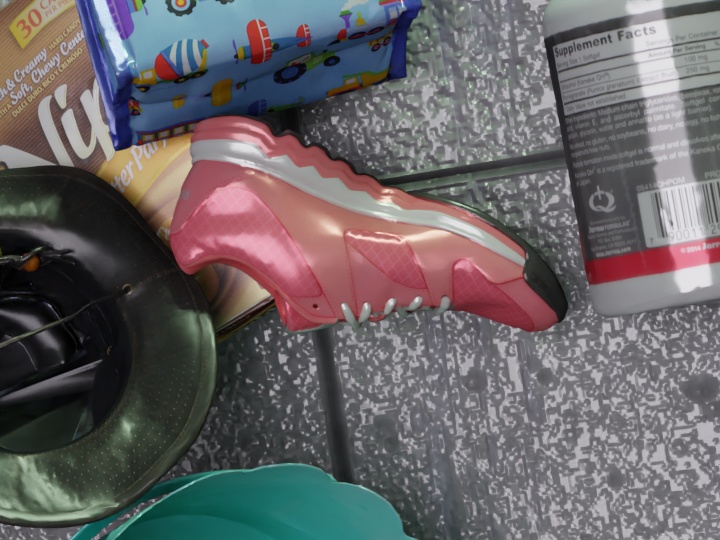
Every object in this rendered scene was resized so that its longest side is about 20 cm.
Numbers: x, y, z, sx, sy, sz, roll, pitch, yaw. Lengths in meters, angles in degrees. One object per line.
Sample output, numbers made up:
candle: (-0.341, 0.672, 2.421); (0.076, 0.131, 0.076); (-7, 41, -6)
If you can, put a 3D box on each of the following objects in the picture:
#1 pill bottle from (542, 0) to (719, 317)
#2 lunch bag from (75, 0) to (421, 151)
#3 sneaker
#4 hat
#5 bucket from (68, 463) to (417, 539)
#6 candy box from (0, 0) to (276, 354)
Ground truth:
pill bottle: (0.146, -0.084, 1.341); (0.111, 0.111, 0.200); (-10, 89, 18)
lunch bag: (-0.074, -0.179, 1.400); (0.150, 0.094, 0.200); (-15, 72, -10)
sneaker: (0.000, 0.000, 1.386); (0.200, 0.074, 0.087); (23, 78, -1)
hat: (-0.166, 0.050, 1.391); (0.200, 0.081, 0.201); (2, 59, -3)
bucket: (-0.064, 0.195, 1.364); (0.207, 0.135, 0.207); (4, 79, -19)
candy box: (-0.121, -0.051, 1.454); (0.115, 0.055, 0.200); (-31, 84, 17)
